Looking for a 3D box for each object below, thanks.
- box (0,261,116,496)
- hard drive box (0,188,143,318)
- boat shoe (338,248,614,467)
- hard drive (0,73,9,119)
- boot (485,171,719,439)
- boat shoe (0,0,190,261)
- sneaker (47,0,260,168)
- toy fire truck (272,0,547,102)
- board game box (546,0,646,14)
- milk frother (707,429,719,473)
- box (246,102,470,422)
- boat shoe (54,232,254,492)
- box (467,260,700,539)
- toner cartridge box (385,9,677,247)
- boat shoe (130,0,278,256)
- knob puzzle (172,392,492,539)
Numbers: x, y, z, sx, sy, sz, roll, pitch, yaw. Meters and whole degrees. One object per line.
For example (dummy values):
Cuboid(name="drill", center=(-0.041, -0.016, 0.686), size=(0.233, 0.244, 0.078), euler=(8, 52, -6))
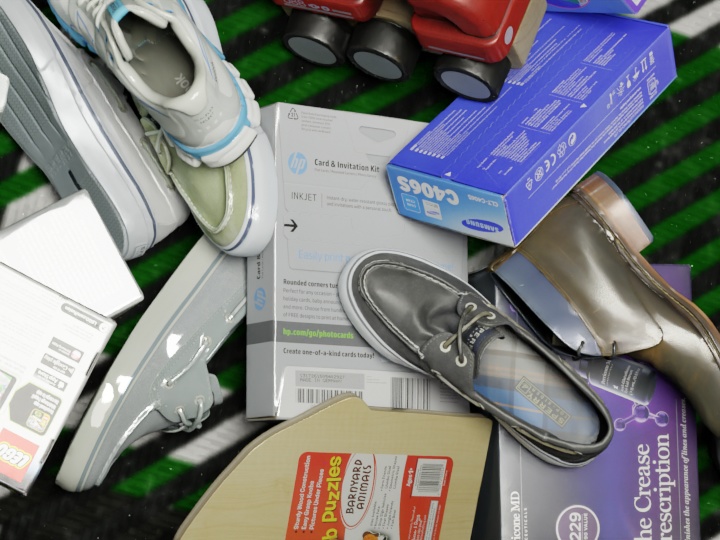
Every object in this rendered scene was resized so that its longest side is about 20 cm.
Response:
Cuboid(name="box", center=(-0.248, 0.031, 1.111), size=(0.200, 0.035, 0.110), euler=(29, 78, -10))
Cuboid(name="hard drive box", center=(-0.243, 0.037, 1.211), size=(0.200, 0.156, 0.077), euler=(-28, 91, -15))
Cuboid(name="boat shoe", center=(0.075, 0.053, 1.257), size=(0.200, 0.066, 0.070), euler=(41, 76, -3))
Cuboid(name="hard drive", center=(-0.281, -0.097, 1.195), size=(0.132, 0.200, 0.026), euler=(11, 81, -12))
Cuboid(name="boot", center=(0.167, 0.045, 1.284), size=(0.097, 0.075, 0.200), euler=(-32, 81, -6))
Cuboid(name="boat shoe", center=(-0.182, -0.100, 1.298), size=(0.067, 0.074, 0.200), euler=(-30, 92, -41))
Cuboid(name="sneaker", center=(-0.137, -0.153, 1.225), size=(0.075, 0.087, 0.200), euler=(-43, 65, -1))
Cuboid(name="toy fire truck", center=(0.017, -0.217, 1.265), size=(0.176, 0.200, 0.129), euler=(16, 74, 25))
Cuboid(name="board game box", center=(0.092, -0.249, 1.308), size=(0.200, 0.134, 0.045), euler=(44, 74, -29))
Cuboid(name="milk frother", center=(0.341, 0.094, 1.327), size=(0.188, 0.200, 0.181), euler=(33, 80, -7))
Cuboid(name="box", center=(0.000, 0.000, 1.309), size=(0.156, 0.041, 0.200), euler=(4, 82, -35))
Cuboid(name="boat shoe", center=(-0.117, 0.063, 1.282), size=(0.071, 0.070, 0.201), euler=(33, 73, -2))
Cuboid(name="box", center=(0.145, 0.098, 1.341), size=(0.141, 0.079, 0.200), euler=(0, 82, -11))
Cuboid(name="toner cartridge box", center=(0.115, -0.099, 1.320), size=(0.200, 0.095, 0.043), euler=(-44, 134, -33))
Cuboid(name="boat shoe", center=(-0.112, -0.095, 1.280), size=(0.062, 0.072, 0.200), euler=(3, 53, -42))
Cuboid(name="knob puzzle", center=(-0.026, 0.169, 1.278), size=(0.219, 0.030, 0.220), euler=(-7, 108, -22))
